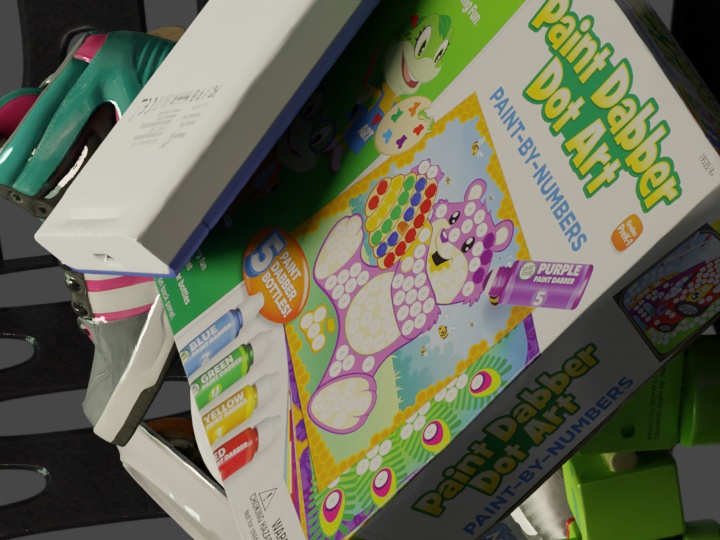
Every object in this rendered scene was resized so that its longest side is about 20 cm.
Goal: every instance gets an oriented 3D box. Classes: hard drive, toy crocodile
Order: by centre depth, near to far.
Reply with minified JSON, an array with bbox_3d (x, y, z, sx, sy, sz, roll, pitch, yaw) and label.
[{"bbox_3d":[0.089,0.068,0.880,0.062,0.067,0.201,-108,13,-61],"label":"toy crocodile"},{"bbox_3d":[-0.033,-0.084,0.911,0.200,0.025,0.132,-54,18,-12],"label":"hard drive"}]

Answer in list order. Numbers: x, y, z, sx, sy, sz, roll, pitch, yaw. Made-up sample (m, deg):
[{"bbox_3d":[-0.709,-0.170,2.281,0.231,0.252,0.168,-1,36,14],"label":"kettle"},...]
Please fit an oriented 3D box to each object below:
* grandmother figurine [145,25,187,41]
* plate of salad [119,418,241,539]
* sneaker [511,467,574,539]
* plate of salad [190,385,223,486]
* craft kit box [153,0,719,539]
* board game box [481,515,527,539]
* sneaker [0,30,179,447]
[{"bbox_3d":[-0.069,-0.012,1.192,0.121,0.060,0.201,44,154,60],"label":"grandmother figurine"},{"bbox_3d":[-0.048,0.122,1.234,0.200,0.048,0.200,41,169,9],"label":"plate of salad"},{"bbox_3d":[0.075,0.016,0.970,0.091,0.066,0.201,89,174,-61],"label":"sneaker"},{"bbox_3d":[0.000,0.000,1.007,0.200,0.048,0.201,-37,39,37],"label":"plate of salad"},{"bbox_3d":[0.025,-0.010,0.825,0.048,0.197,0.200,36,-162,-36],"label":"craft kit box"},{"bbox_3d":[0.020,0.058,1.147,0.200,0.041,0.201,-123,14,-53],"label":"board game box"},{"bbox_3d":[-0.119,-0.023,1.104,0.084,0.120,0.201,-64,-3,-59],"label":"sneaker"}]
